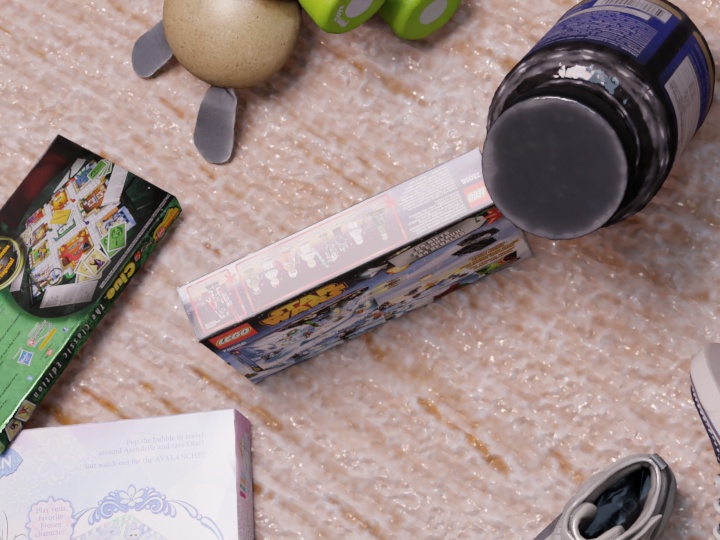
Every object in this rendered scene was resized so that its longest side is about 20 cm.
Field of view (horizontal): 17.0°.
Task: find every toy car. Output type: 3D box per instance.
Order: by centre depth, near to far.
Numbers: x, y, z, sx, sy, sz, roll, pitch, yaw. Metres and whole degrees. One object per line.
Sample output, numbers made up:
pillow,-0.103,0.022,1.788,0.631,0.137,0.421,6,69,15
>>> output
toy car,-0.065,-0.170,1.557,0.164,0.158,0.200,52,119,23

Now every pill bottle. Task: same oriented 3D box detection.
pill bottle,0.138,-0.090,1.419,0.112,0.200,0.112,7,112,18

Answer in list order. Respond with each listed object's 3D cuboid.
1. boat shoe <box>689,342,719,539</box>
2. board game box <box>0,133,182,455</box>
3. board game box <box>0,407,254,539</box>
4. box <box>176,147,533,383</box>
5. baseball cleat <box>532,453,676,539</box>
boat shoe,0.228,0.141,1.413,0.093,0.075,0.200,-53,42,29
board game box,-0.213,0.013,1.553,0.105,0.023,0.200,29,73,23
board game box,-0.165,0.195,1.502,0.199,0.043,0.200,-6,73,12
box,0.000,0.000,1.469,0.200,0.137,0.040,-25,73,5
baseball cleat,0.109,0.184,1.409,0.070,0.106,0.200,35,87,14
